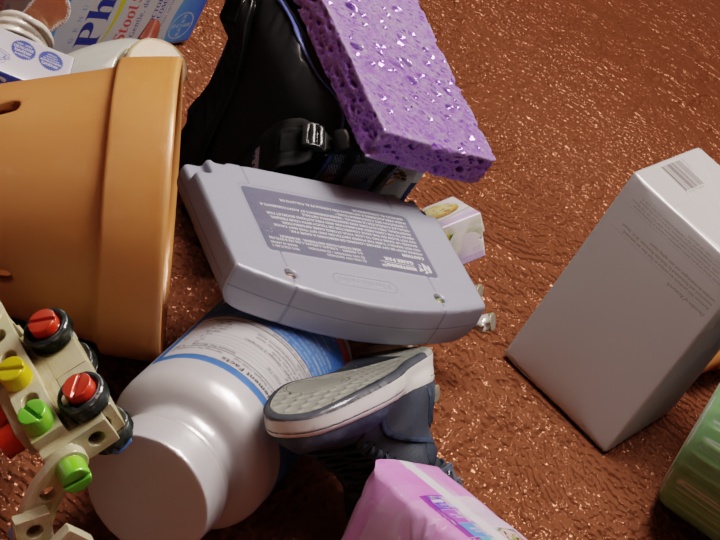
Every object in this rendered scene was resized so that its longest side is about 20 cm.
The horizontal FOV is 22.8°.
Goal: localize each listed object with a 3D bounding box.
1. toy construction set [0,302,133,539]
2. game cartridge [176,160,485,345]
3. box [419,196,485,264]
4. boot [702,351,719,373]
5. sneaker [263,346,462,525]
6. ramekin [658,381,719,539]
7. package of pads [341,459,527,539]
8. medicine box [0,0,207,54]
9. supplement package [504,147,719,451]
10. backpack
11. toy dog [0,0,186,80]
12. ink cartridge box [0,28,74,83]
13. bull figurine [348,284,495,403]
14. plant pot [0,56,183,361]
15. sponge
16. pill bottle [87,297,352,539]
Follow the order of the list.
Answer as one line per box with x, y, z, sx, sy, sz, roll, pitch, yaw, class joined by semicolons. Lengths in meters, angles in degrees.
-0.204;0.092;1.026;0.200;0.131;0.092;54;-6;30;toy construction set
-0.018;-0.008;1.192;0.199;0.041;0.133;10;32;-32;game cartridge
0.000;0.000;1.296;0.199;0.039;0.041;-22;30;-24;box
0.339;0.066;1.578;0.200;0.074;0.154;33;28;24;boot
0.006;0.132;1.109;0.077;0.147;0.202;-4;3;23;sneaker
0.311;0.122;1.361;0.097;0.201;0.200;31;31;12;ramekin
0.060;0.206;1.006;0.075;0.121;0.200;8;19;-42;package of pads
-0.202;-0.280;1.472;0.103;0.183;0.200;44;34;19;medicine box
0.231;0.023;1.416;0.120;0.200;0.121;44;33;18;supplement package
-0.051;-0.094;1.344;0.154;0.191;0.201;12;41;-38;backpack
-0.223;-0.168;1.375;0.199;0.132;0.097;22;54;-33;toy dog
-0.315;-0.147;1.271;0.199;0.094;0.044;21;47;-18;ink cartridge box
0.027;0.035;1.335;0.121;0.065;0.200;5;32;24;bull figurine
-0.191;-0.046;1.168;0.139;0.201;0.200;5;36;-4;plant pot
0.017;-0.152;1.279;0.111;0.030;0.201;11;43;-40;sponge
-0.089;0.094;1.127;0.112;0.112;0.200;35;33;6;pill bottle
